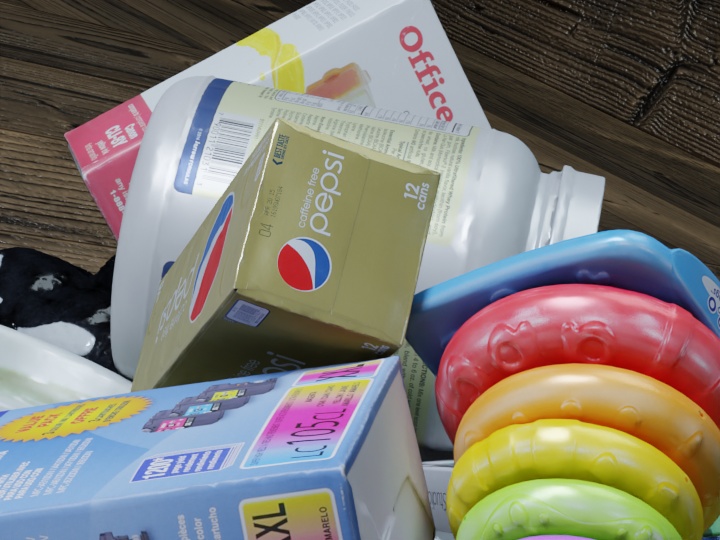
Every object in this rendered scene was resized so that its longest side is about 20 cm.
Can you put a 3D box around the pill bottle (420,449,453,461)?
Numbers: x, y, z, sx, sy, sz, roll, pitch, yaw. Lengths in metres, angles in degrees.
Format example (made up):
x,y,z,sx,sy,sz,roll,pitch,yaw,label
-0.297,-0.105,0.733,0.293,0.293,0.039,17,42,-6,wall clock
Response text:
x,y,z,sx,sy,sz,roll,pitch,yaw,label
0.057,0.058,1.273,0.111,0.112,0.200,21,11,0,pill bottle

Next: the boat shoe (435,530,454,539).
x,y,z,sx,sy,sz,roll,pitch,yaw,label
-0.009,0.138,0.924,0.199,0.072,0.062,11,39,-29,boat shoe

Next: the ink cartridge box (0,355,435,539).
x,y,z,sx,sy,sz,roll,pitch,yaw,label
-0.084,0.090,0.792,0.199,0.077,0.136,-10,10,10,ink cartridge box

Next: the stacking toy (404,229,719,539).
x,y,z,sx,sy,sz,roll,pitch,yaw,label
0.068,0.093,0.795,0.116,0.109,0.201,52,35,-33,stacking toy

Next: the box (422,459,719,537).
x,y,z,sx,sy,sz,roll,pitch,yaw,label
0.137,0.089,1.022,0.199,0.037,0.144,-5,-2,-16,box

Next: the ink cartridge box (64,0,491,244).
x,y,z,sx,sy,sz,roll,pitch,yaw,label
-0.031,-0.048,1.276,0.146,0.199,0.083,62,-4,-20,ink cartridge box

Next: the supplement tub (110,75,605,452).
x,y,z,sx,sy,sz,roll,pitch,yaw,label
0.000,0.000,1.090,0.199,0.146,0.145,11,10,4,supplement tub

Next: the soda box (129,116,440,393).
x,y,z,sx,sy,sz,roll,pitch,yaw,label
-0.034,0.015,0.918,0.064,0.068,0.200,18,-21,-11,soda box

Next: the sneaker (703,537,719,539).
x,y,z,sx,sy,sz,roll,pitch,yaw,label
0.138,0.144,1.096,0.199,0.077,0.111,29,2,6,sneaker

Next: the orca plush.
x,y,z,sx,sy,sz,roll,pitch,yaw,label
-0.127,0.024,1.198,0.105,0.071,0.200,14,13,-32,orca plush

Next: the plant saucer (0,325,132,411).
x,y,z,sx,sy,sz,roll,pitch,yaw,label
-0.154,0.069,0.986,0.199,0.050,0.200,21,12,-4,plant saucer
